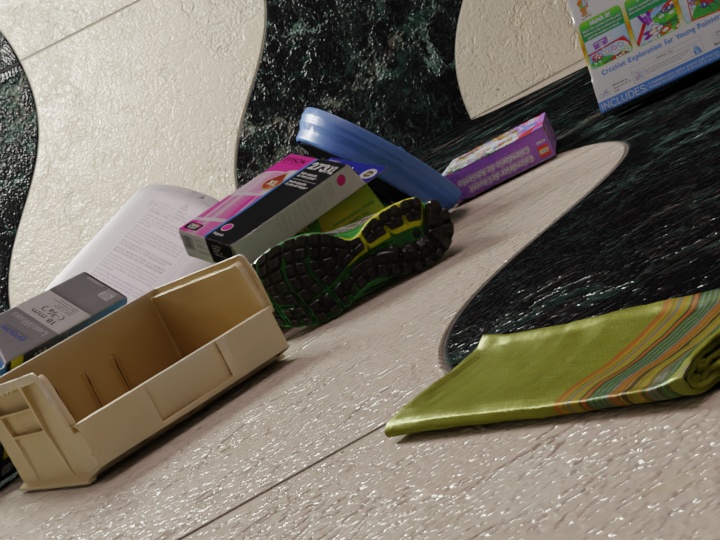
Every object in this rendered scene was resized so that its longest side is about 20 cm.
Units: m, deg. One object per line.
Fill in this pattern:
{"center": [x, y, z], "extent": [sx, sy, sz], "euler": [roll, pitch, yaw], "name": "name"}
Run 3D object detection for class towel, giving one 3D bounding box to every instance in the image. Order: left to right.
{"center": [0.091, 0.038, 0.539], "extent": [0.086, 0.018, 0.199], "euler": [-31, 7, -34], "name": "towel"}

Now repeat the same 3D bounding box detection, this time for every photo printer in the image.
{"center": [-0.214, 0.000, 1.323], "extent": [0.165, 0.070, 0.201], "euler": [23, 61, 30], "name": "photo printer"}

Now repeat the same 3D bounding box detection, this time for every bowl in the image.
{"center": [0.017, -0.114, 1.383], "extent": [0.040, 0.199, 0.201], "euler": [-61, 8, -1], "name": "bowl"}

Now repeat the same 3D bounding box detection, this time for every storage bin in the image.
{"center": [-0.188, 0.084, 1.015], "extent": [0.199, 0.095, 0.198], "euler": [-31, 7, -34], "name": "storage bin"}

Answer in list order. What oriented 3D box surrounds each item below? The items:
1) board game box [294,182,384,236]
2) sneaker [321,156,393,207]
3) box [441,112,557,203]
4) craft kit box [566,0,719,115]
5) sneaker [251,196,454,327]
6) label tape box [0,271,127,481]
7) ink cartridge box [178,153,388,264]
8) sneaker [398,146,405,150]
{"center": [-0.069, -0.001, 1.240], "extent": [0.199, 0.048, 0.102], "euler": [-32, -14, -22], "name": "board game box"}
{"center": [-0.022, -0.057, 1.395], "extent": [0.096, 0.079, 0.200], "euler": [-57, -24, 0], "name": "sneaker"}
{"center": [0.171, -0.138, 1.525], "extent": [0.135, 0.039, 0.200], "euler": [-27, 6, 14], "name": "box"}
{"center": [0.343, -0.311, 1.458], "extent": [0.198, 0.200, 0.048], "euler": [-22, -9, 36], "name": "craft kit box"}
{"center": [-0.011, -0.003, 1.126], "extent": [0.197, 0.079, 0.085], "euler": [-19, -1, -2], "name": "sneaker"}
{"center": [-0.312, 0.106, 1.166], "extent": [0.199, 0.063, 0.146], "euler": [-34, -34, -51], "name": "label tape box"}
{"center": [-0.074, -0.069, 1.221], "extent": [0.199, 0.038, 0.094], "euler": [-35, 31, -30], "name": "ink cartridge box"}
{"center": [0.024, -0.131, 1.896], "extent": [0.076, 0.086, 0.200], "euler": [-23, 9, 36], "name": "sneaker"}
